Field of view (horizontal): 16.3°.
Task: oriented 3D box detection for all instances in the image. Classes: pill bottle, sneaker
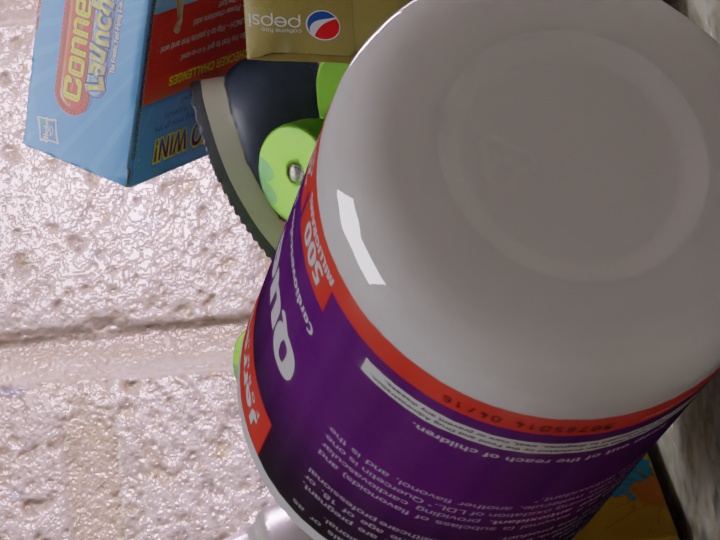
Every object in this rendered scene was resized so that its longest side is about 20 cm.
[{"bbox_3d":[0.030,0.014,0.656,0.200,0.112,0.113,115,151,-63],"label":"pill bottle"},{"bbox_3d":[0.004,-0.027,1.039,0.200,0.082,0.070,51,-161,-58],"label":"sneaker"}]

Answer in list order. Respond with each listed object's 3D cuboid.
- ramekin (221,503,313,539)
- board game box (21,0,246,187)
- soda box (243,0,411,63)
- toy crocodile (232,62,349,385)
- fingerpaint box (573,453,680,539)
[{"bbox_3d":[-0.033,0.181,0.809,0.202,0.094,0.203,164,90,-88],"label":"ramekin"},{"bbox_3d":[-0.047,-0.155,1.033,0.200,0.056,0.196,-27,-46,-54],"label":"board game box"},{"bbox_3d":[0.011,-0.142,0.845,0.200,0.064,0.068,-70,-19,-56],"label":"soda box"},{"bbox_3d":[0.000,0.000,0.942,0.062,0.067,0.200,26,119,36],"label":"toy crocodile"},{"bbox_3d":[0.054,0.127,0.857,0.167,0.073,0.200,-103,9,-59],"label":"fingerpaint box"}]
